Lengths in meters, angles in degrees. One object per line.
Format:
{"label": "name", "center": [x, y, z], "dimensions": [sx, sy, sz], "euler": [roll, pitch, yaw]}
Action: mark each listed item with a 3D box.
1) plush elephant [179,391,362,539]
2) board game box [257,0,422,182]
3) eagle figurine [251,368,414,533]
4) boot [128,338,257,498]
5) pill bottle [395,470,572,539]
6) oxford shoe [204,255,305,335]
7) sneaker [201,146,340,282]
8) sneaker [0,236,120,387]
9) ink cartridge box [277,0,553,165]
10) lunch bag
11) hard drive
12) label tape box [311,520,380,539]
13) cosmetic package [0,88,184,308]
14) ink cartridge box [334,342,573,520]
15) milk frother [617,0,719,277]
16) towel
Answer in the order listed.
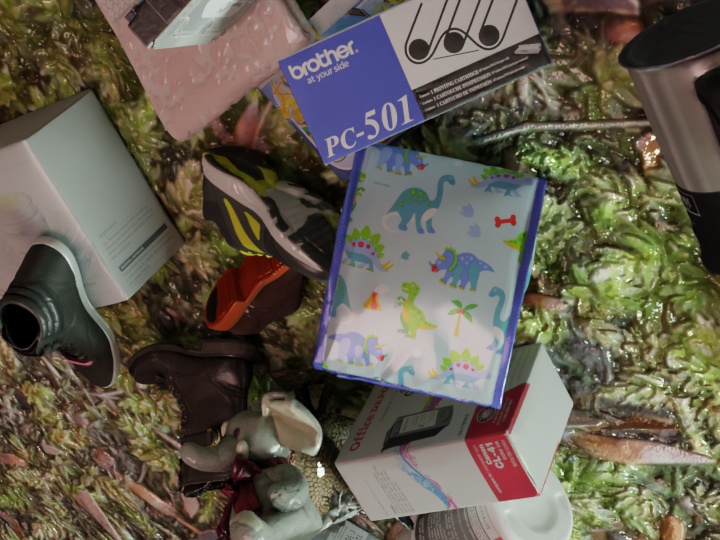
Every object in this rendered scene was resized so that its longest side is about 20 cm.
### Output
{"label": "plush elephant", "center": [-0.108, 0.208, 1.130], "dimensions": [0.155, 0.200, 0.165], "euler": [58, 140, 17]}
{"label": "board game box", "center": [0.008, -0.180, 1.000], "dimensions": [0.135, 0.034, 0.200], "euler": [47, 133, -10]}
{"label": "eagle figurine", "center": [-0.032, 0.202, 1.242], "dimensions": [0.151, 0.152, 0.200], "euler": [-10, 88, -3]}
{"label": "boot", "center": [-0.196, 0.172, 1.292], "dimensions": [0.200, 0.174, 0.069], "euler": [-10, 159, 33]}
{"label": "pill bottle", "center": [0.127, 0.290, 1.239], "dimensions": [0.114, 0.114, 0.200], "euler": [42, 133, -5]}
{"label": "oxford shoe", "center": [-0.083, 0.001, 1.185], "dimensions": [0.073, 0.071, 0.200], "euler": [21, 135, -33]}
{"label": "sneaker", "center": [-0.085, -0.044, 1.108], "dimensions": [0.200, 0.074, 0.085], "euler": [43, 135, 31]}
{"label": "sneaker", "center": [-0.317, 0.071, 1.172], "dimensions": [0.071, 0.099, 0.200], "euler": [4, 132, 22]}
{"label": "ink cartridge box", "center": [0.044, -0.169, 0.911], "dimensions": [0.200, 0.044, 0.094], "euler": [-23, 102, 9]}
{"label": "lunch bag", "center": [0.060, 0.007, 0.982], "dimensions": [0.170, 0.200, 0.127], "euler": [11, 170, 7]}
{"label": "hard drive", "center": [-0.084, -0.254, 0.879], "dimensions": [0.200, 0.140, 0.038], "euler": [-41, 90, 20]}
{"label": "label tape box", "center": [-0.018, 0.393, 1.437], "dimensions": [0.200, 0.066, 0.143], "euler": [28, 134, 4]}
{"label": "cosmetic package", "center": [-0.339, -0.063, 1.229], "dimensions": [0.199, 0.123, 0.200], "euler": [-13, 116, 36]}
{"label": "ink cartridge box", "center": [0.094, 0.162, 1.127], "dimensions": [0.200, 0.148, 0.086], "euler": [-15, 116, 31]}
{"label": "milk frother", "center": [0.326, -0.112, 0.823], "dimensions": [0.200, 0.181, 0.188], "euler": [-31, 112, -4]}
{"label": "towel", "center": [-0.155, -0.239, 1.024], "dimensions": [0.200, 0.032, 0.191], "euler": [-28, 95, 42]}
